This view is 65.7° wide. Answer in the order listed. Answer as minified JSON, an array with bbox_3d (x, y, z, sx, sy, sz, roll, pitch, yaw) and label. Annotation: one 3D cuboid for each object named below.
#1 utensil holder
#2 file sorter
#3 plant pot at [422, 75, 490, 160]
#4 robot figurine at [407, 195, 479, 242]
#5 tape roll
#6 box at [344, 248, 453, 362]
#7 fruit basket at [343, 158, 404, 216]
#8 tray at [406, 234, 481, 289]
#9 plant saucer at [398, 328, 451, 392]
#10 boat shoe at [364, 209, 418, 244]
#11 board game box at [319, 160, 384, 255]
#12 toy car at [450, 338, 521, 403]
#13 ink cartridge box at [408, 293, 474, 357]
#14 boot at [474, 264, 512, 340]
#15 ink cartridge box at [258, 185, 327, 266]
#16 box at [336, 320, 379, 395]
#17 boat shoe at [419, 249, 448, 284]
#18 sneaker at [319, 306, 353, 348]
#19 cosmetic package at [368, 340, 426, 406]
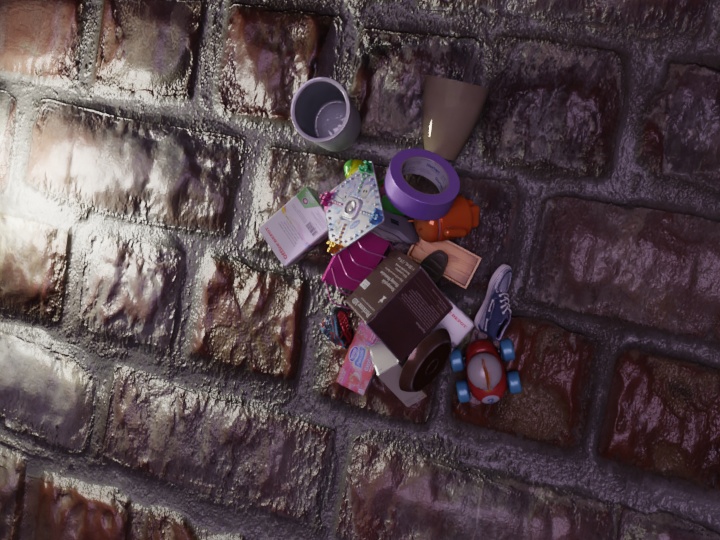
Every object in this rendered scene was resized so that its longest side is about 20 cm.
[{"bbox_3d":[-0.090,-0.435,1.593,0.165,0.200,0.175,0,91,11],"label":"utensil holder"},{"bbox_3d":[0.000,0.000,1.574,0.136,0.126,0.203,16,119,-26],"label":"file sorter"},{"bbox_3d":[0.244,-0.418,1.550,0.183,0.187,0.205,16,107,10],"label":"plant pot"},{"bbox_3d":[0.235,-0.143,1.561,0.195,0.117,0.147,-12,72,-12],"label":"robot figurine"},{"bbox_3d":[0.164,-0.232,1.491,0.198,0.201,0.066,32,141,8],"label":"tape roll"},{"bbox_3d":[0.099,0.087,1.454,0.200,0.166,0.165,-45,119,-3],"label":"box"},{"bbox_3d":[0.026,-0.224,1.602,0.209,0.156,0.221,-2,114,-4],"label":"fruit basket"},{"bbox_3d":[0.242,-0.039,1.623,0.197,0.037,0.100,29,97,8],"label":"tray"},{"bbox_3d":[0.181,0.247,1.482,0.034,0.199,0.203,35,98,32],"label":"plant saucer"},{"bbox_3d":[0.086,-0.112,1.556,0.065,0.198,0.074,-23,66,36],"label":"boat shoe"},{"bbox_3d":[-0.030,-0.173,1.529,0.198,0.026,0.204,-32,55,33],"label":"board game box"},{"bbox_3d":[0.344,0.291,1.531,0.180,0.200,0.182,-12,90,12],"label":"toy car"},{"bbox_3d":[0.213,0.176,1.610,0.146,0.084,0.201,42,99,4],"label":"ink cartridge box"},{"bbox_3d":[0.396,0.091,1.561,0.090,0.071,0.204,35,110,51],"label":"boot"},{"bbox_3d":[-0.184,-0.130,1.682,0.199,0.084,0.146,-38,84,10],"label":"ink cartridge box"},{"bbox_3d":[0.013,0.249,1.648,0.094,0.100,0.204,23,97,9],"label":"box"},{"bbox_3d":[0.191,0.020,1.594,0.071,0.068,0.202,37,118,12],"label":"boat shoe"},{"bbox_3d":[-0.080,0.166,1.622,0.093,0.202,0.081,14,59,14],"label":"sneaker"},{"bbox_3d":[0.107,0.287,1.574,0.072,0.201,0.105,-29,44,10],"label":"cosmetic package"}]
